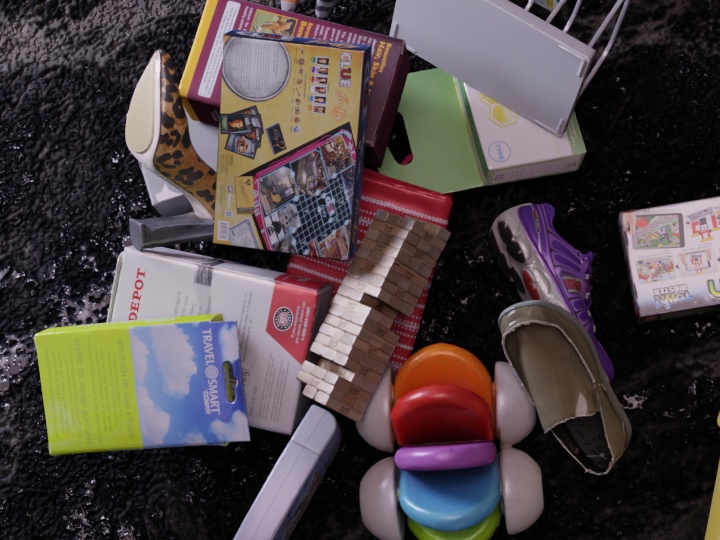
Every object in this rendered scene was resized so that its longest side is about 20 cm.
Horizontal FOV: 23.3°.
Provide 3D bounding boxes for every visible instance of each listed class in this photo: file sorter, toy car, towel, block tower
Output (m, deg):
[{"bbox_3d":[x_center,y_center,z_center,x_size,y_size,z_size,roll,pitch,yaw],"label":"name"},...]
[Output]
[{"bbox_3d":[0.151,-0.256,1.695,0.200,0.139,0.125,32,65,10],"label":"file sorter"},{"bbox_3d":[0.082,0.166,1.647,0.175,0.150,0.201,-4,77,4],"label":"toy car"},{"bbox_3d":[0.000,0.000,1.728,0.144,0.022,0.200,17,101,8],"label":"towel"},{"bbox_3d":[0.010,0.038,1.656,0.054,0.058,0.200,21,83,46],"label":"block tower"}]

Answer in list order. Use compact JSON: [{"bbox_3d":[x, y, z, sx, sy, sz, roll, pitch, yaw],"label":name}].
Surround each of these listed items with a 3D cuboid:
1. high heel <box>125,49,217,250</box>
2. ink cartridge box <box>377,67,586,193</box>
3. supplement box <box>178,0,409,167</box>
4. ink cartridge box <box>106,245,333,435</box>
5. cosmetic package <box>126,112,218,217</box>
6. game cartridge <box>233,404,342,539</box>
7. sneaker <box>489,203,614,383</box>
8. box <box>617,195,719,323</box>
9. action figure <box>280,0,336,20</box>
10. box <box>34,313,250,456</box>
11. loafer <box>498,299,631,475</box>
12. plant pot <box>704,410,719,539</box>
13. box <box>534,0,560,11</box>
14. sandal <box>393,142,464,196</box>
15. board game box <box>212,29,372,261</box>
[{"bbox_3d":[-0.150,-0.120,1.674,0.142,0.071,0.200,-9,117,-30],"label":"high heel"},{"bbox_3d":[0.109,-0.154,1.747,0.199,0.048,0.146,-10,68,-9],"label":"ink cartridge box"},{"bbox_3d":[-0.063,-0.183,1.690,0.200,0.086,0.111,15,80,8],"label":"supplement box"},{"bbox_3d":[-0.141,0.064,1.709,0.199,0.083,0.147,13,98,9],"label":"ink cartridge box"},{"bbox_3d":[-0.125,-0.131,1.773,0.200,0.090,0.107,-17,76,5],"label":"cosmetic package"},{"bbox_3d":[-0.077,0.225,1.658,0.041,0.133,0.200,29,82,4],"label":"game cartridge"},{"bbox_3d":[0.204,0.022,1.710,0.083,0.081,0.200,-21,82,-20],"label":"sneaker"},{"bbox_3d":[0.362,-0.018,1.721,0.199,0.035,0.110,-9,76,4],"label":"box"},{"bbox_3d":[-0.012,-0.342,1.771,0.105,0.193,0.200,45,46,-10],"label":"action figure"},{"bbox_3d":[-0.202,0.107,1.657,0.199,0.048,0.122,-5,98,11],"label":"box"},{"bbox_3d":[0.195,0.112,1.637,0.075,0.070,0.200,-27,115,24],"label":"loafer"},{"bbox_3d":[0.405,0.206,1.593,0.200,0.201,0.189,23,94,10],"label":"plant pot"},{"bbox_3d":[0.130,-0.344,1.797,0.200,0.082,0.049,31,80,11],"label":"box"},{"bbox_3d":[0.071,-0.095,1.763,0.200,0.045,0.075,-39,78,-4],"label":"sandal"},{"bbox_3d":[-0.064,-0.116,1.626,0.135,0.035,0.201,8,108,10],"label":"board game box"}]
